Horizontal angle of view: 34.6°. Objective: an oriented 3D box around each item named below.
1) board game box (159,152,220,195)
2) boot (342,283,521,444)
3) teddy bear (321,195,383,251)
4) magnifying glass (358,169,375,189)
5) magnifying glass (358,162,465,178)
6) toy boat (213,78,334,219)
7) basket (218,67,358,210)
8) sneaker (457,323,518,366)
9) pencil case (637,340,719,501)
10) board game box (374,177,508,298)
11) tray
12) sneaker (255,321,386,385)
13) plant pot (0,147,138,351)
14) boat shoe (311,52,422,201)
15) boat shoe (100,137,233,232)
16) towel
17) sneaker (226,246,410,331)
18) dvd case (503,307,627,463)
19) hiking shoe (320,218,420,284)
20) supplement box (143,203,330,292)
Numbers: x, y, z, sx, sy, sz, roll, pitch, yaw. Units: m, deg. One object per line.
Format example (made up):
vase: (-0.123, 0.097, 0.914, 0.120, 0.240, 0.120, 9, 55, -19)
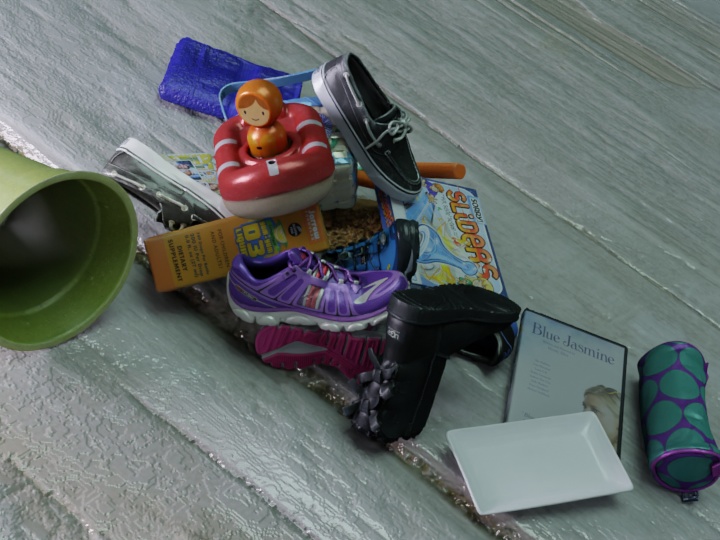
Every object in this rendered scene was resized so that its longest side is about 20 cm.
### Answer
board game box: (-0.182, -0.077, 1.454, 0.134, 0.029, 0.200, -6, 45, -32)
boot: (0.078, 0.101, 1.258, 0.198, 0.163, 0.073, -2, 26, -44)
teddy bear: (0.000, -0.061, 1.512, 0.200, 0.067, 0.145, 16, 27, 1)
magnifying glass: (-0.062, -0.139, 1.550, 0.200, 0.022, 0.080, 17, 24, 21)
magnifying glass: (0.054, -0.137, 1.557, 0.200, 0.022, 0.080, 9, -1, 41)
toy boat: (-0.103, -0.148, 1.271, 0.130, 0.131, 0.200, -14, 36, -2)
basket: (-0.079, -0.172, 1.459, 0.176, 0.139, 0.200, -13, 54, -4)
sneaker: (0.099, 0.046, 1.412, 0.200, 0.070, 0.078, 29, 29, 6)
pencil case: (0.385, 0.174, 1.390, 0.092, 0.085, 0.200, 6, 37, 4)
board game box: (0.097, -0.035, 1.424, 0.135, 0.034, 0.200, 10, 43, -22)
tray: (0.195, 0.214, 1.276, 0.200, 0.022, 0.108, -4, 52, -25)
sneaker: (-0.017, 0.069, 1.313, 0.200, 0.081, 0.088, 15, 39, -12)
plant pot: (-0.370, -0.047, 1.210, 0.190, 0.200, 0.200, 30, 35, 33)
boat shoe: (0.025, -0.173, 1.389, 0.200, 0.068, 0.074, 57, 40, -14)
boat shoe: (-0.214, -0.074, 1.364, 0.200, 0.071, 0.064, 34, 70, 3)
towel: (-0.184, -0.269, 1.676, 0.200, 0.050, 0.148, 16, 36, -9)
sneaker: (-0.046, 0.014, 1.242, 0.200, 0.084, 0.081, 0, 31, 2)
dvd case: (0.250, 0.143, 1.391, 0.142, 0.018, 0.200, 20, 45, -3)
hiking shoe: (0.000, 0.000, 1.319, 0.087, 0.200, 0.075, 10, 59, -23)
supplement box: (-0.137, -0.030, 1.303, 0.200, 0.067, 0.069, -15, 1, -4)
